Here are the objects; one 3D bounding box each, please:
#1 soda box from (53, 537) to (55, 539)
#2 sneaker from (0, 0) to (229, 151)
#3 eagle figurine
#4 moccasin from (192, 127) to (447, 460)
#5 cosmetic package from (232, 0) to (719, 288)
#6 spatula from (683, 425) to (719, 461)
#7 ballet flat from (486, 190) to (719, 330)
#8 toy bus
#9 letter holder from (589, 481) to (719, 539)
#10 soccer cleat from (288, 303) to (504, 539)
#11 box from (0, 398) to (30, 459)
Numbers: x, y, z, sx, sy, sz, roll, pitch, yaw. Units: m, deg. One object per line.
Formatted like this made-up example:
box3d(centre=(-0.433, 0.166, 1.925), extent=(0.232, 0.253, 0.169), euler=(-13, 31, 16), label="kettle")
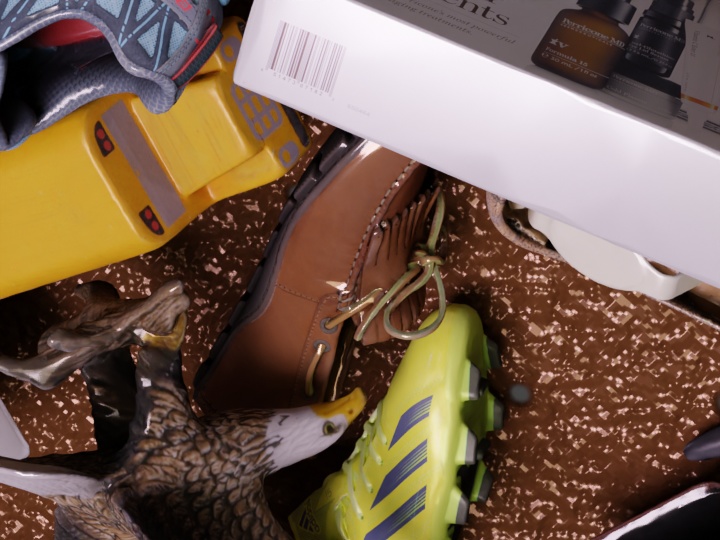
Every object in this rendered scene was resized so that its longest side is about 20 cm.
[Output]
box3d(centre=(-0.137, 0.177, 1.140), extent=(0.063, 0.071, 0.200), euler=(34, 121, -1), label="soda box")
box3d(centre=(-0.146, -0.093, 0.937), extent=(0.199, 0.096, 0.079), euler=(-3, 152, 23), label="sneaker")
box3d(centre=(-0.054, 0.099, 0.976), extent=(0.150, 0.152, 0.201), euler=(-20, 100, 20), label="eagle figurine")
box3d(centre=(-0.001, 0.001, 1.005), extent=(0.078, 0.074, 0.202), euler=(31, 122, 2), label="moccasin")
box3d(centre=(0.073, -0.077, 0.899), extent=(0.199, 0.151, 0.052), euler=(23, 119, 6), label="cosmetic package")
box3d(centre=(0.215, 0.049, 0.979), extent=(0.199, 0.056, 0.021), euler=(-15, 82, 32), label="spatula")
box3d(centre=(0.137, 0.000, 0.963), extent=(0.199, 0.067, 0.068), euler=(20, 120, 8), label="ballet flat")
box3d(centre=(-0.116, -0.038, 1.011), extent=(0.199, 0.078, 0.065), euler=(-16, 109, 42), label="toy bus")
box3d(centre=(0.190, 0.179, 0.997), extent=(0.142, 0.101, 0.200), euler=(-31, 114, 17), label="letter holder")
box3d(centre=(0.009, 0.101, 1.059), extent=(0.083, 0.065, 0.201), euler=(17, 120, 13), label="soccer cleat")
box3d(centre=(-0.277, 0.039, 1.042), extent=(0.199, 0.131, 0.201), euler=(-18, 105, 50), label="box")
